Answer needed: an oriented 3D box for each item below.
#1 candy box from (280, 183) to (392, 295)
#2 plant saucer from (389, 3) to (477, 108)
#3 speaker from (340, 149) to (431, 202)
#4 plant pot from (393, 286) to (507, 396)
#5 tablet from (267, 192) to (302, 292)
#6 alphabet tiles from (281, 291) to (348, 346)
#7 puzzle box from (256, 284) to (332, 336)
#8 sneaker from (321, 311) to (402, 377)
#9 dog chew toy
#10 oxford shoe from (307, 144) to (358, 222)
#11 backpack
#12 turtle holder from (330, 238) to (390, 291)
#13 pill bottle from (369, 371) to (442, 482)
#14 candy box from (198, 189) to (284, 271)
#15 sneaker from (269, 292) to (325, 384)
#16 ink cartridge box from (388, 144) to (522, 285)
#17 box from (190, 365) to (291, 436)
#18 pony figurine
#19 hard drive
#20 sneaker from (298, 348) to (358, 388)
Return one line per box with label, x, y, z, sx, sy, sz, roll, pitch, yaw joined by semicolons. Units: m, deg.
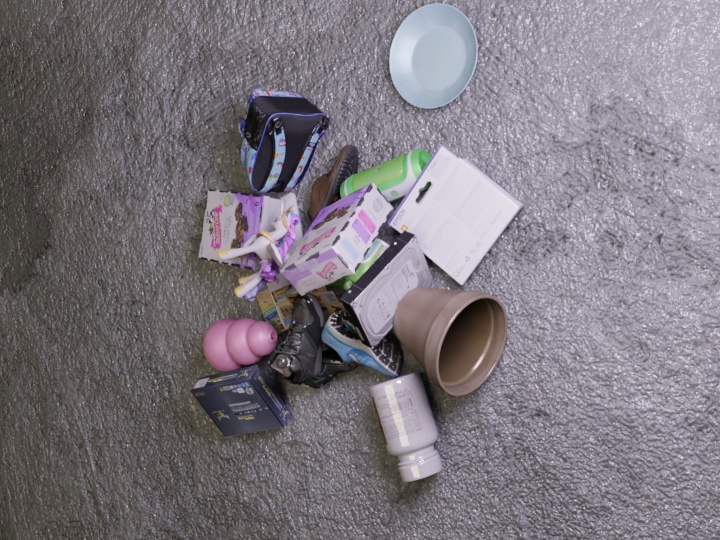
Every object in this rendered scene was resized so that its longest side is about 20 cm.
candy box;-0.047;-0.062;1.557;0.166;0.201;0.072;-22;118;44
plant saucer;0.151;-0.427;1.571;0.198;0.038;0.206;3;96;33
speaker;0.056;-0.182;1.622;0.197;0.088;0.090;-18;84;32
plant pot;0.160;0.114;1.529;0.172;0.197;0.204;27;108;45
tablet;-0.182;-0.064;1.807;0.129;0.014;0.204;-22;72;34
alphabet tiles;-0.074;0.108;1.704;0.197;0.006;0.168;-5;132;36
puzzle box;-0.154;0.054;1.809;0.198;0.025;0.135;-31;76;31
sneaker;0.003;0.164;1.658;0.198;0.079;0.090;34;134;-11
dog chew toy;-0.274;0.169;1.833;0.197;0.124;0.127;-13;87;35
oxford shoe;-0.068;-0.190;1.710;0.084;0.072;0.203;37;112;27
backpack;-0.184;-0.278;1.725;0.134;0.180;0.202;44;126;31
turtle holder;0.010;0.006;1.648;0.140;0.185;0.133;34;79;-9
pill bottle;0.098;0.321;1.612;0.113;0.114;0.204;-22;82;32
candy box;-0.281;-0.095;1.834;0.197;0.071;0.172;10;93;38
sneaker;-0.133;0.150;1.653;0.075;0.114;0.204;18;114;31
ink cartridge box;0.185;-0.111;1.547;0.199;0.041;0.201;40;114;9
box;-0.283;0.312;1.853;0.197;0.051;0.159;-14;120;33
pony figurine;-0.190;-0.025;1.678;0.198;0.166;0.195;-34;68;13
hard drive;0.057;0.038;1.549;0.037;0.200;0.141;24;150;40
sneaker;-0.080;0.218;1.757;0.197;0.075;0.081;-5;104;39
